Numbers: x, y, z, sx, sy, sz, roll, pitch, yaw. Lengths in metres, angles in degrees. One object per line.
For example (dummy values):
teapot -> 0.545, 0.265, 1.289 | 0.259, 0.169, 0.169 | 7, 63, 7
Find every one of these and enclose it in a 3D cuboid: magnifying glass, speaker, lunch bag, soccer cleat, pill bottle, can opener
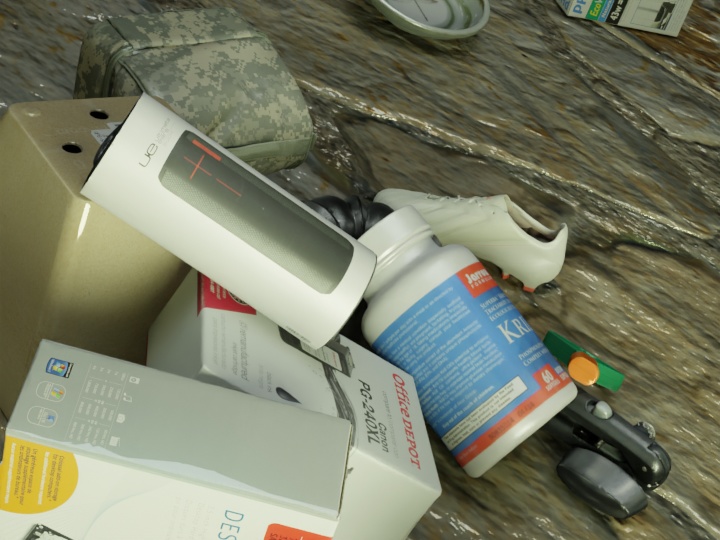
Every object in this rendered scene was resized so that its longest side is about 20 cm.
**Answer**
magnifying glass -> 0.188, 0.080, 1.141 | 0.079, 0.023, 0.200 | 32, 2, 8
speaker -> -0.090, -0.033, 0.918 | 0.199, 0.081, 0.082 | 35, 29, -12
lunch bag -> -0.159, -0.152, 1.286 | 0.198, 0.141, 0.168 | -12, 42, -39
soccer cleat -> 0.110, -0.049, 1.329 | 0.197, 0.078, 0.069 | 22, 32, 6
pill bottle -> 0.070, 0.051, 1.064 | 0.201, 0.112, 0.112 | 52, 40, 9
can opener -> 0.172, 0.120, 1.116 | 0.078, 0.064, 0.200 | -16, 46, -42

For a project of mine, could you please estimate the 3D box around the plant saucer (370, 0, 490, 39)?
plant saucer -> 0.076, -0.366, 1.803 | 0.197, 0.050, 0.202 | 16, 43, -15

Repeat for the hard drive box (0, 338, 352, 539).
hard drive box -> -0.119, 0.144, 0.832 | 0.197, 0.157, 0.077 | 14, 41, -5

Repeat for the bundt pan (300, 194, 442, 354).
bundt pan -> 0.000, 0.000, 1.200 | 0.199, 0.077, 0.203 | 14, 31, -8

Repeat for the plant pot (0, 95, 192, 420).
plant pot -> -0.198, -0.022, 1.034 | 0.198, 0.179, 0.200 | -10, 41, -36

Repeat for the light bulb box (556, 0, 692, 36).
light bulb box -> 0.394, -0.474, 2.082 | 0.197, 0.126, 0.199 | 7, 34, -20

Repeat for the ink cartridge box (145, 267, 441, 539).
ink cartridge box -> -0.049, 0.099, 0.946 | 0.198, 0.084, 0.146 | 30, 22, -22
